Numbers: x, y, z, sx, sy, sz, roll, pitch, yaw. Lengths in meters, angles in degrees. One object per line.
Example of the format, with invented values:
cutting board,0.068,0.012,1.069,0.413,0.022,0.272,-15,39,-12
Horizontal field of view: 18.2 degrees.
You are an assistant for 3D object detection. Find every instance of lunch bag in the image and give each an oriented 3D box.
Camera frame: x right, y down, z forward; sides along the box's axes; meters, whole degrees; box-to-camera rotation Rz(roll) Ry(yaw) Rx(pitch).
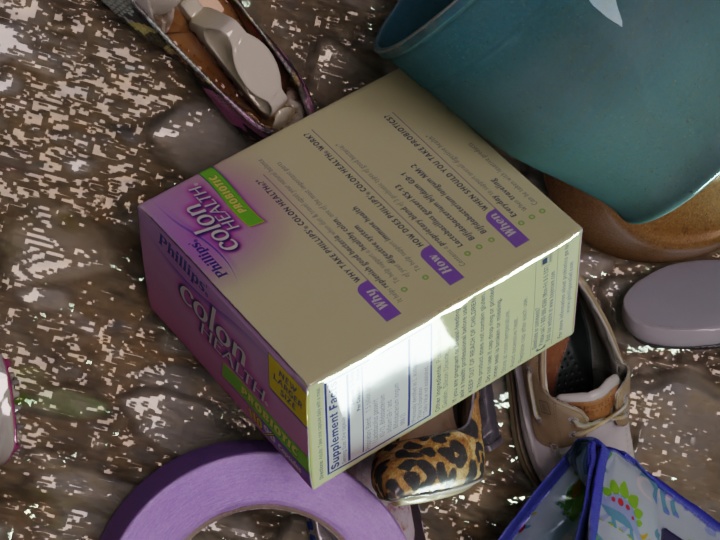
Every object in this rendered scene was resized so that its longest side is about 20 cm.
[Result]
lunch bag,0.160,0.230,1.435,0.170,0.127,0.201,35,75,-30

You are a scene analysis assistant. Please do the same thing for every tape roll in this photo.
tape roll,-0.065,0.206,1.370,0.199,0.066,0.201,-1,93,-13

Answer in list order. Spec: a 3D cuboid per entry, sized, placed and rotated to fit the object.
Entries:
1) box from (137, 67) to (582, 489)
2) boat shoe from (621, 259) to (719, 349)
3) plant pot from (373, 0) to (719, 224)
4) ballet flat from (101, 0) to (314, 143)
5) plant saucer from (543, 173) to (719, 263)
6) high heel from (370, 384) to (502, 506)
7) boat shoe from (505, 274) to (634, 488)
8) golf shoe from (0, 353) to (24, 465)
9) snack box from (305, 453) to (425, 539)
box,0.000,0.000,1.336,0.199,0.176,0.097,-29,144,-24
boat shoe,0.268,0.028,1.516,0.199,0.069,0.057,-11,132,-16
plant pot,0.143,-0.138,1.322,0.188,0.200,0.200,43,76,-12
ballet flat,-0.096,-0.153,1.368,0.069,0.071,0.200,-47,105,-14
plant saucer,0.217,-0.084,1.459,0.199,0.035,0.201,-8,123,-13
high heel,0.038,0.060,1.375,0.071,0.200,0.143,-7,98,19
boat shoe,0.137,0.083,1.460,0.074,0.068,0.201,-26,101,-21
golf shoe,-0.256,0.022,1.308,0.091,0.075,0.201,-12,93,-17
snack box,0.001,0.156,1.432,0.072,0.024,0.201,-13,95,-19
